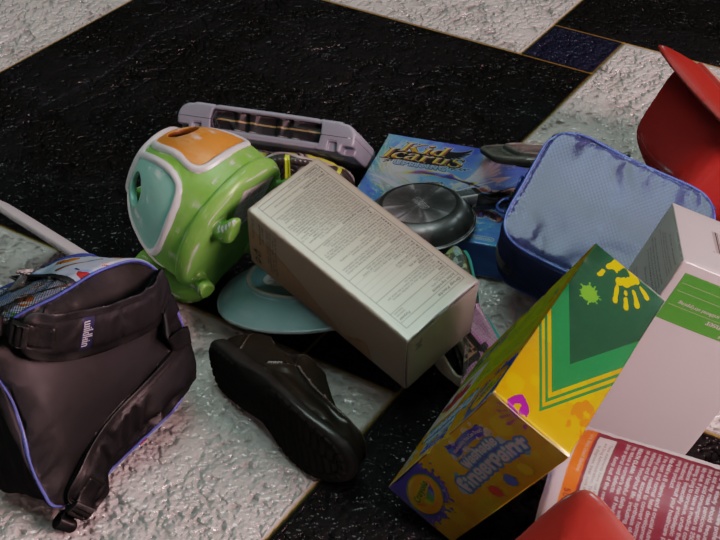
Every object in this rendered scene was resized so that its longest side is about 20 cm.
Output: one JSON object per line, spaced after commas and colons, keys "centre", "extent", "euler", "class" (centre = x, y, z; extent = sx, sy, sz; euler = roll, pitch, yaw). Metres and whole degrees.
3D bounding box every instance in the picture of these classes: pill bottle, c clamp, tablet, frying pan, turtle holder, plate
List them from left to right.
{"centre": [-0.265, -0.011, 1.215], "extent": [0.199, 0.130, 0.014], "euler": [29, 84, 33], "class": "tablet"}
{"centre": [-0.154, -0.057, 1.207], "extent": [0.132, 0.186, 0.141], "euler": [38, 64, 11], "class": "turtle holder"}
{"centre": [-0.042, 0.008, 1.212], "extent": [0.199, 0.026, 0.200], "euler": [-6, 23, 2], "class": "plate"}
{"centre": [0.097, -0.059, 1.266], "extent": [0.189, 0.031, 0.115], "euler": [-5, 34, 1], "class": "frying pan"}
{"centre": [0.211, -0.123, 1.315], "extent": [0.170, 0.027, 0.200], "euler": [4, 11, 3], "class": "c clamp"}
{"centre": [0.236, 0.195, 0.926], "extent": [0.199, 0.115, 0.114], "euler": [15, 39, 21], "class": "pill bottle"}

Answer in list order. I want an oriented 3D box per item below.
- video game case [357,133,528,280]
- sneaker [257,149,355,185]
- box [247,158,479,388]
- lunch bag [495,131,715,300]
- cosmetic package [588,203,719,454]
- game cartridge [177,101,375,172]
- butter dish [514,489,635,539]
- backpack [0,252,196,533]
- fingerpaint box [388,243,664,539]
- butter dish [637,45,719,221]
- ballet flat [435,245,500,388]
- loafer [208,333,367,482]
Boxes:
{"centre": [0.097, -0.072, 1.344], "extent": [0.199, 0.046, 0.182], "euler": [11, 37, 15], "class": "video game case"}
{"centre": [-0.104, -0.107, 1.370], "extent": [0.199, 0.076, 0.077], "euler": [5, 30, 0], "class": "sneaker"}
{"centre": [0.000, 0.000, 1.113], "extent": [0.095, 0.078, 0.200], "euler": [-37, 62, -25], "class": "box"}
{"centre": [0.217, -0.026, 1.177], "extent": [0.199, 0.132, 0.136], "euler": [29, 73, 15], "class": "lunch bag"}
{"centre": [0.252, 0.058, 1.020], "extent": [0.107, 0.201, 0.085], "euler": [19, 36, -7], "class": "cosmetic package"}
{"centre": [-0.088, -0.145, 1.389], "extent": [0.199, 0.133, 0.041], "euler": [10, 82, 12], "class": "game cartridge"}
{"centre": [0.148, 0.281, 0.798], "extent": [0.200, 0.148, 0.200], "euler": [-46, 40, 10], "class": "butter dish"}
{"centre": [-0.237, 0.078, 1.046], "extent": [0.154, 0.201, 0.190], "euler": [15, 34, 40], "class": "backpack"}
{"centre": [0.124, 0.098, 0.964], "extent": [0.073, 0.200, 0.167], "euler": [39, 54, 2], "class": "fingerpaint box"}
{"centre": [0.359, -0.100, 1.296], "extent": [0.200, 0.148, 0.200], "euler": [30, 25, -33], "class": "butter dish"}
{"centre": [0.088, 0.048, 1.169], "extent": [0.071, 0.069, 0.200], "euler": [-10, 42, -7], "class": "ballet flat"}
{"centre": [-0.054, 0.104, 1.083], "extent": [0.071, 0.073, 0.200], "euler": [-27, 44, -28], "class": "loafer"}
